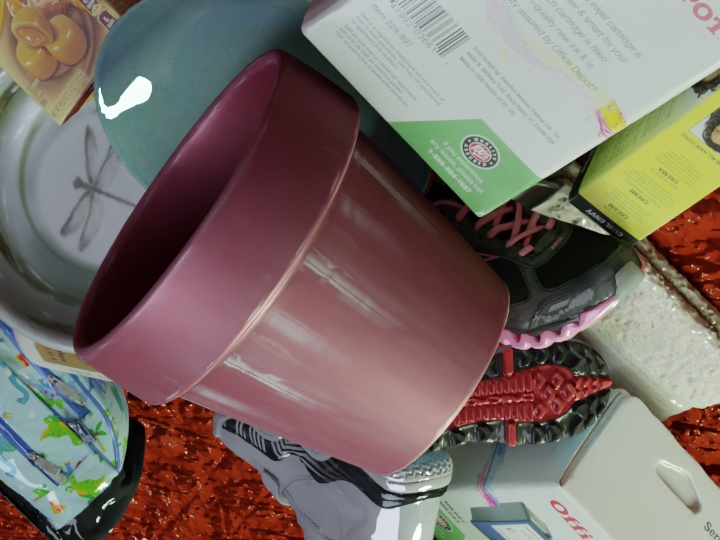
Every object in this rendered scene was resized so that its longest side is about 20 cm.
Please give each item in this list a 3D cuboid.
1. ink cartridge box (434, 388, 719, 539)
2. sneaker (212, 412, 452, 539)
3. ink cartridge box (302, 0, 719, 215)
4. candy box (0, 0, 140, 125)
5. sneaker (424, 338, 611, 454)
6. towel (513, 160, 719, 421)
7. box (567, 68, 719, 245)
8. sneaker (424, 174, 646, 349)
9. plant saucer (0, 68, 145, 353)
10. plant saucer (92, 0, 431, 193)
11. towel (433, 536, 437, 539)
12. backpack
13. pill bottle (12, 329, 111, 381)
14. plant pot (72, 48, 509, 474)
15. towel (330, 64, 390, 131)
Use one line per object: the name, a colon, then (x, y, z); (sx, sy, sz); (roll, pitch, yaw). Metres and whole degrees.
ink cartridge box: (0.135, 0.155, 1.505); (0.145, 0.088, 0.200); (46, 153, -20)
sneaker: (-0.026, 0.149, 1.457); (0.200, 0.075, 0.115); (13, 102, 46)
ink cartridge box: (0.095, -0.143, 1.181); (0.200, 0.088, 0.145); (-32, 112, 35)
candy box: (-0.212, -0.194, 1.368); (0.200, 0.055, 0.115); (44, 140, -1)
sneaker: (0.044, 0.070, 1.403); (0.200, 0.079, 0.096); (4, -172, -11)
towel: (0.144, 0.022, 1.428); (0.200, 0.034, 0.132); (44, 141, -18)
box: (0.194, -0.089, 1.239); (0.050, 0.075, 0.200); (36, 141, -12)
sneaker: (0.075, -0.015, 1.326); (0.200, 0.079, 0.095); (5, 127, 50)
plant saucer: (-0.165, -0.048, 1.465); (0.200, 0.050, 0.200); (2, 97, 20)
plant saucer: (-0.052, -0.095, 1.326); (0.201, 0.039, 0.201); (10, 136, 10)
towel: (0.045, 0.191, 1.568); (0.193, 0.035, 0.200); (46, 180, 32)
backpack: (-0.243, 0.088, 1.660); (0.200, 0.163, 0.154); (34, 103, -14)
pill bottle: (-0.120, 0.025, 1.535); (0.200, 0.114, 0.114); (10, 138, 24)
plant pot: (-0.027, 0.010, 1.248); (0.179, 0.200, 0.200); (34, 143, -14)
towel: (0.010, -0.137, 1.323); (0.200, 0.049, 0.112); (32, 143, -1)
